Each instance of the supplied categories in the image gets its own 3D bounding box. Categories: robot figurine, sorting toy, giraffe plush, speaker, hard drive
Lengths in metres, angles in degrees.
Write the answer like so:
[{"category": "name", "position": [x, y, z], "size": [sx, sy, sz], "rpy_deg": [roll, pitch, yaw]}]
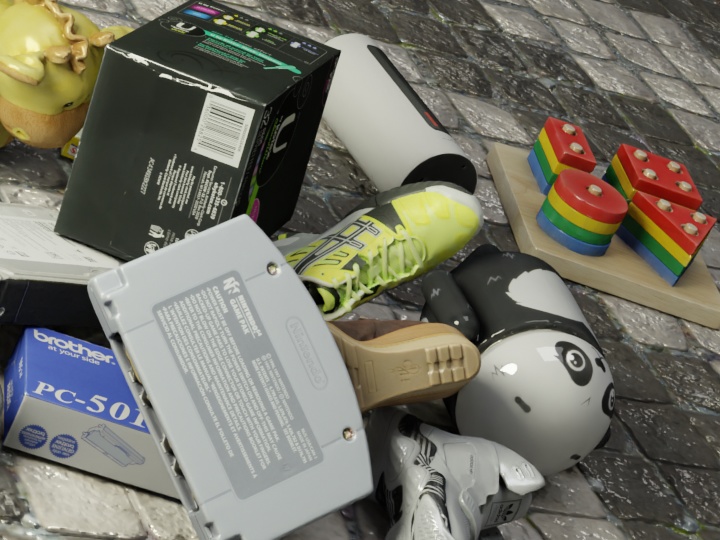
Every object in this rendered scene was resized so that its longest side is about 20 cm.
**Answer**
[{"category": "robot figurine", "position": [0.116, 0.064, 1.874], "size": [0.150, 0.125, 0.200], "rpy_deg": [-1, 33, -15]}, {"category": "sorting toy", "position": [0.233, -0.053, 2.279], "size": [0.200, 0.070, 0.199], "rpy_deg": [18, 27, -19]}, {"category": "giraffe plush", "position": [-0.247, -0.154, 1.812], "size": [0.162, 0.200, 0.173], "rpy_deg": [22, 57, 30]}, {"category": "speaker", "position": [0.024, -0.122, 2.194], "size": [0.081, 0.081, 0.200], "rpy_deg": [8, 31, -35]}, {"category": "hard drive", "position": [-0.231, -0.006, 1.715], "size": [0.140, 0.038, 0.200], "rpy_deg": [32, 15, 35]}]

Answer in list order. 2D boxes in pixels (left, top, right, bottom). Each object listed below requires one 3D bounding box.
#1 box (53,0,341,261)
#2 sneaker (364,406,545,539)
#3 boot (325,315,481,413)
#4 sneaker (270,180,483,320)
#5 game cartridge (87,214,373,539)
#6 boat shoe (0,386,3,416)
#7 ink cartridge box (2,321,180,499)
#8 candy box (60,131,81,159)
[{"category": "box", "position": [-0.112, -0.095, 1.799], "size": [0.124, 0.149, 0.200], "rpy_deg": [21, 20, 8]}, {"category": "sneaker", "position": [0.071, 0.165, 1.695], "size": [0.115, 0.075, 0.200], "rpy_deg": [14, 25, -20]}, {"category": "boot", "position": [-0.026, 0.067, 1.741], "size": [0.200, 0.073, 0.166], "rpy_deg": [0, -1, -17]}, {"category": "sneaker", "position": [0.000, 0.000, 1.853], "size": [0.076, 0.200, 0.075], "rpy_deg": [-101, 165, -56]}, {"category": "game cartridge", "position": [-0.076, 0.073, 1.609], "size": [0.133, 0.040, 0.200], "rpy_deg": [-23, 88, -21]}, {"category": "boat shoe", "position": [-0.290, 0.035, 1.599], "size": [0.200, 0.072, 0.068], "rpy_deg": [38, 8, 41]}, {"category": "ink cartridge box", "position": [-0.133, 0.103, 1.651], "size": [0.200, 0.044, 0.094], "rpy_deg": [19, 25, -16]}, {"category": "candy box", "position": [-0.191, -0.131, 2.059], "size": [0.102, 0.026, 0.200], "rpy_deg": [23, 26, -15]}]
